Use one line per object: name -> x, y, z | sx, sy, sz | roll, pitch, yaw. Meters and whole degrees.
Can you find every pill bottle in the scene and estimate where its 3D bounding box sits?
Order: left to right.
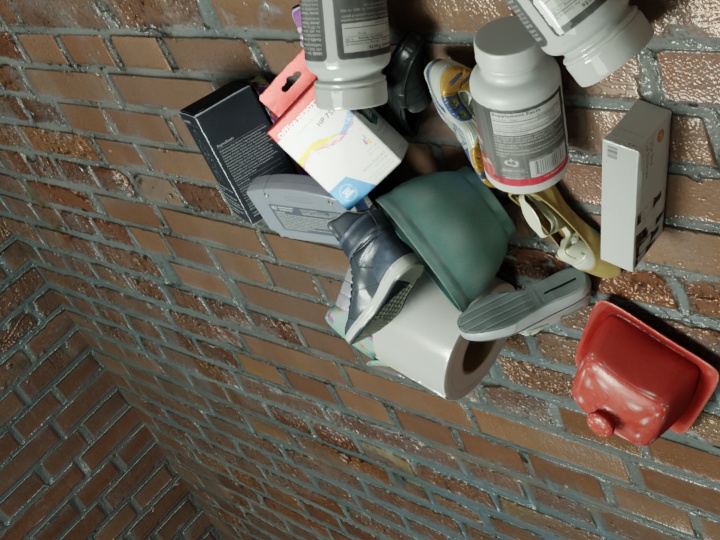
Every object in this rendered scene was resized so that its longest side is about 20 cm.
pill bottle -> -0.019, -0.311, 1.426 | 0.113, 0.113, 0.202 | 13, 114, 45
pill bottle -> 0.192, -0.201, 1.365 | 0.110, 0.111, 0.201 | 23, 145, 35
pill bottle -> 0.212, -0.301, 1.182 | 0.200, 0.113, 0.113 | 51, 152, -11

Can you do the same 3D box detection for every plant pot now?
plant pot -> 0.132, -0.060, 1.570 | 0.201, 0.134, 0.200 | 52, 180, 0

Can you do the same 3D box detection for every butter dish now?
butter dish -> 0.373, 0.174, 1.592 | 0.199, 0.148, 0.200 | 34, 150, 19

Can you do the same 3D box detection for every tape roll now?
tape roll -> 0.132, 0.081, 1.735 | 0.139, 0.203, 0.203 | 28, 148, 26

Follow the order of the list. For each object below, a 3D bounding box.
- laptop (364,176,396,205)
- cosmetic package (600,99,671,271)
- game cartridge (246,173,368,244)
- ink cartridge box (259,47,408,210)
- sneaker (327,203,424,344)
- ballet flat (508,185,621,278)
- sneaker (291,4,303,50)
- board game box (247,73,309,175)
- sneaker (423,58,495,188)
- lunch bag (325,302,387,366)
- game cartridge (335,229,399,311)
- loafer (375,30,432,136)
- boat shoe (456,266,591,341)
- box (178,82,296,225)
laptop -> -0.038, -0.157, 1.728 | 0.199, 0.116, 0.188 | -14, 118, 51
cosmetic package -> 0.331, -0.098, 1.350 | 0.050, 0.083, 0.201 | 24, 147, 29
game cartridge -> -0.071, -0.093, 1.717 | 0.199, 0.042, 0.134 | 9, 145, 30
ink cartridge box -> -0.044, -0.196, 1.554 | 0.200, 0.067, 0.116 | 43, 119, -10
sneaker -> 0.001, -0.001, 1.587 | 0.146, 0.077, 0.203 | 52, 136, 20
ballet flat -> 0.270, -0.051, 1.515 | 0.200, 0.063, 0.069 | 48, 150, -6
sneaker -> -0.061, -0.320, 1.600 | 0.114, 0.073, 0.201 | 47, 142, 4
board game box -> -0.118, -0.208, 1.812 | 0.120, 0.032, 0.201 | 45, 162, 44
sneaker -> 0.150, -0.201, 1.487 | 0.201, 0.075, 0.088 | 59, 175, -35
lunch bag -> 0.065, 0.100, 1.943 | 0.200, 0.122, 0.170 | 45, 151, -20
game cartridge -> 0.038, -0.007, 1.715 | 0.038, 0.200, 0.130 | 30, 105, 22
loafer -> 0.067, -0.249, 1.521 | 0.070, 0.068, 0.201 | 31, 156, 8
boat shoe -> 0.238, 0.065, 1.599 | 0.067, 0.199, 0.074 | 64, -170, -45
box -> -0.194, -0.194, 1.836 | 0.201, 0.107, 0.148 | 62, 169, -19
